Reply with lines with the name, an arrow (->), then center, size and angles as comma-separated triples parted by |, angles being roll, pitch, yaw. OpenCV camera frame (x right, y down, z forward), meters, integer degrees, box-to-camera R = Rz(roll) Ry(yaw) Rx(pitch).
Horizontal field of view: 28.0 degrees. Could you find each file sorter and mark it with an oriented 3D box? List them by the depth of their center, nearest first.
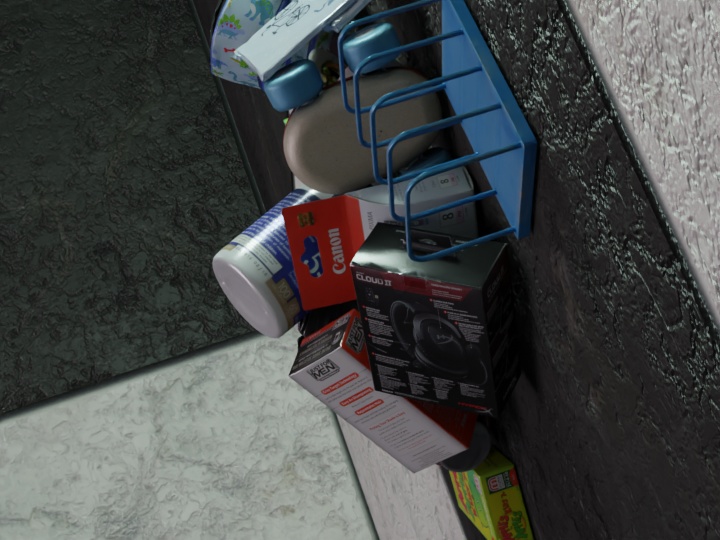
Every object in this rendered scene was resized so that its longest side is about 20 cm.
file sorter -> 0.067, -0.132, 1.324 | 0.139, 0.121, 0.201 | 86, 165, -56

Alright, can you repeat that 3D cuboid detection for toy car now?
toy car -> 0.000, -0.175, 1.597 | 0.200, 0.175, 0.186 | -94, -22, -69

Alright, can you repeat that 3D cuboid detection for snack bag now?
snack bag -> -0.049, -0.280, 1.576 | 0.021, 0.200, 0.189 | 49, 180, -22

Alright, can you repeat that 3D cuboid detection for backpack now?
backpack -> -0.101, -0.324, 1.792 | 0.183, 0.146, 0.202 | 100, -166, -75

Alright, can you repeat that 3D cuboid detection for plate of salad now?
plate of salad -> 0.005, -0.186, 1.738 | 0.200, 0.048, 0.201 | 49, -158, -28

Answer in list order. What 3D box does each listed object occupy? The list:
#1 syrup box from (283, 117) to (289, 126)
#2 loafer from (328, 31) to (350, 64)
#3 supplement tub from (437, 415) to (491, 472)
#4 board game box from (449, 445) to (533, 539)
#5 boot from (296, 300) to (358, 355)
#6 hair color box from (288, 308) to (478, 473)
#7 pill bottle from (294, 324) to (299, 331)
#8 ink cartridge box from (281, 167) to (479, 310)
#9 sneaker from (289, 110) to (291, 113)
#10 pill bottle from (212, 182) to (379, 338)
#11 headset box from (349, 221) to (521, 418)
syrup box -> -0.047, -0.178, 2.127 | 0.200, 0.078, 0.082 | -125, 11, -66
loafer -> -0.027, -0.237, 1.947 | 0.072, 0.062, 0.202 | -127, 21, -68
supplement tub -> 0.099, 0.173, 1.803 | 0.200, 0.106, 0.108 | -126, 20, -65
board game box -> 0.157, 0.273, 1.823 | 0.200, 0.047, 0.103 | -146, 39, -77
boot -> -0.013, 0.120, 1.737 | 0.070, 0.130, 0.202 | -130, 33, -69
hair color box -> 0.028, 0.139, 1.636 | 0.200, 0.101, 0.062 | 39, -134, -21
pill bottle -> 0.000, 0.000, 1.776 | 0.116, 0.198, 0.117 | 163, 90, -82
ink cartridge box -> 0.028, -0.018, 1.543 | 0.057, 0.198, 0.164 | -112, 8, -45
sneaker -> -0.068, -0.242, 2.092 | 0.200, 0.074, 0.087 | -110, 40, -65
pill bottle -> -0.060, -0.028, 1.657 | 0.120, 0.200, 0.120 | 42, 159, 20
headset box -> 0.079, 0.044, 1.488 | 0.077, 0.147, 0.202 | -55, -35, -42
